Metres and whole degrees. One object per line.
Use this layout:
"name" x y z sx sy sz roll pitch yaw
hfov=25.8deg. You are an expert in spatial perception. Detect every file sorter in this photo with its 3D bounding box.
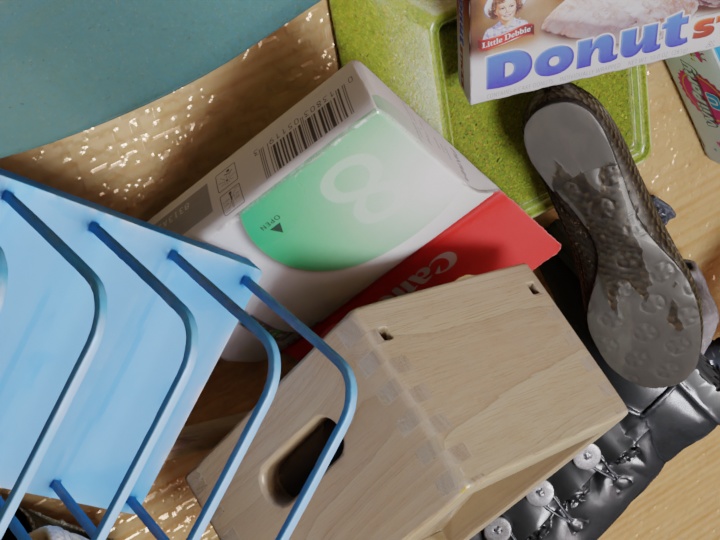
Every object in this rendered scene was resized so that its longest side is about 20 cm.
"file sorter" -0.121 0.053 0.669 0.199 0.123 0.139 21 100 -42

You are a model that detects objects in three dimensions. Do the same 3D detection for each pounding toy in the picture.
"pounding toy" -0.007 0.089 0.828 0.184 0.143 0.200 -14 155 -51

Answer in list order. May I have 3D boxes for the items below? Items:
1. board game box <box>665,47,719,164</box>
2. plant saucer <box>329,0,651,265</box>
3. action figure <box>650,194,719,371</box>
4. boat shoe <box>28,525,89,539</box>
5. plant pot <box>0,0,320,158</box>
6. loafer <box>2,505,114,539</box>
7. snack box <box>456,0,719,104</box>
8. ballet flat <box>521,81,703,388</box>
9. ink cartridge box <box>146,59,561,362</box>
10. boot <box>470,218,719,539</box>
"board game box" 0.277 -0.172 0.961 0.200 0.064 0.148 -43 130 -8
"plant saucer" 0.089 -0.105 0.871 0.199 0.048 0.201 -26 126 -22
"action figure" 0.231 0.040 0.999 0.192 0.105 0.201 -23 124 7
"boat shoe" -0.140 0.154 0.731 0.199 0.071 0.070 -2 101 -37
"plant pot" -0.115 -0.151 0.646 0.200 0.141 0.142 -38 130 -4
"loafer" -0.176 0.157 0.787 0.199 0.069 0.076 20 66 -40
"snack box" 0.146 -0.140 0.799 0.199 0.024 0.072 -14 136 -9
"ballet flat" 0.140 -0.020 0.871 0.067 0.046 0.201 -19 118 19
"ink cartridge box" 0.000 0.000 0.824 0.161 0.050 0.200 -36 132 18
"boot" 0.108 0.092 0.971 0.200 0.066 0.165 -43 90 17
